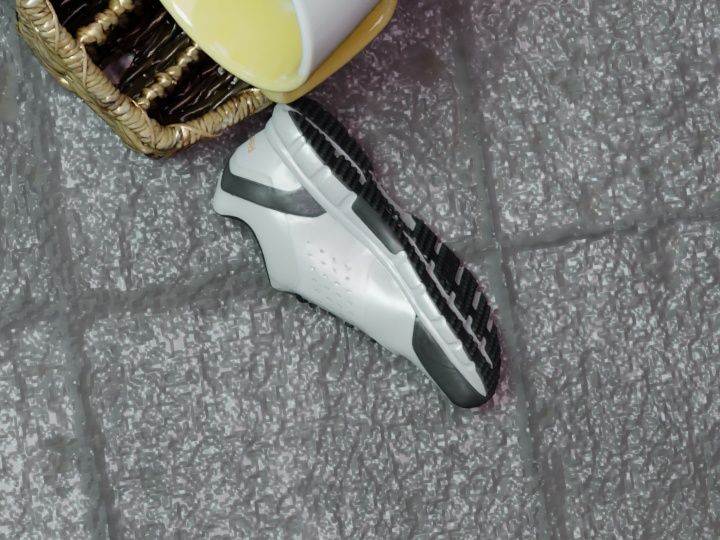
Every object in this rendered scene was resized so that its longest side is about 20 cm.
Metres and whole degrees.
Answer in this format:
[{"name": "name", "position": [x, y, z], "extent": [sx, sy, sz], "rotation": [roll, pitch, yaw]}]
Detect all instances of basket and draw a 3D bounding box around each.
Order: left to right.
[{"name": "basket", "position": [-0.076, -0.160, 1.542], "extent": [0.143, 0.149, 0.200], "rotation": [45, 81, -1]}]

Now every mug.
[{"name": "mug", "position": [-0.028, -0.189, 1.462], "extent": [0.153, 0.187, 0.150], "rotation": [-40, 91, -22]}]

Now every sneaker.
[{"name": "sneaker", "position": [0.000, 0.000, 1.586], "extent": [0.080, 0.074, 0.200], "rotation": [-38, 95, 21]}]
